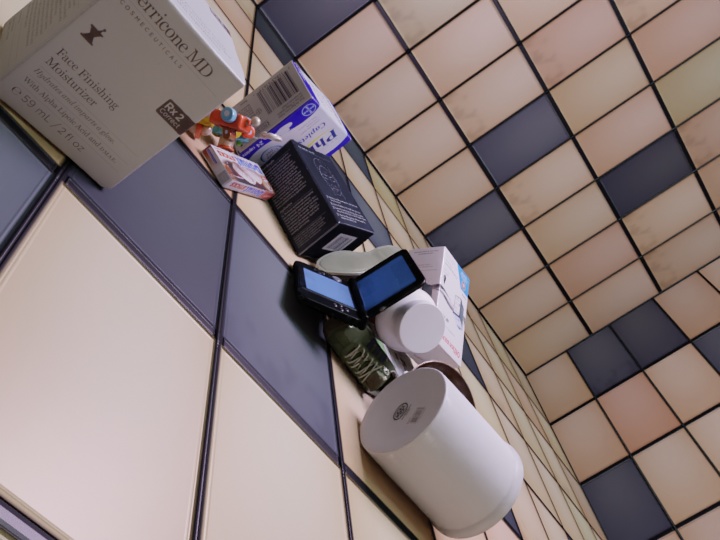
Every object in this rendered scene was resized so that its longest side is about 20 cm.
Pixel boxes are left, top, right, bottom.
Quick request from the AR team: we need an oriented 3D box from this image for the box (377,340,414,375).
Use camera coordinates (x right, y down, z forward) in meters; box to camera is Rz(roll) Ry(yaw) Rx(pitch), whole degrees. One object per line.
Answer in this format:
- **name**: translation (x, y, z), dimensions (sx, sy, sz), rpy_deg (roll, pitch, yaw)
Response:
- **box**: translation (0.058, 0.180, 1.461), dimensions (0.200, 0.036, 0.145), rpy_deg (49, 13, -41)

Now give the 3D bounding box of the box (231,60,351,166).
- **box**: translation (-0.143, -0.281, 1.507), dimensions (0.105, 0.184, 0.200), rpy_deg (59, 12, 23)

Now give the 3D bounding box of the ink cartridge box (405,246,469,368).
- **ink cartridge box**: translation (0.146, 0.076, 1.507), dimensions (0.146, 0.085, 0.201), rpy_deg (46, 45, -49)

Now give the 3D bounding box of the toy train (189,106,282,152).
- **toy train**: translation (-0.214, -0.225, 1.255), dimensions (0.149, 0.056, 0.200), rpy_deg (16, 1, 15)

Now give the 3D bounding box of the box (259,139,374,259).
- **box**: translation (-0.089, -0.130, 1.465), dimensions (0.201, 0.107, 0.148), rpy_deg (61, 21, 19)

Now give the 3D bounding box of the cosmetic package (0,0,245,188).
- **cosmetic package**: translation (-0.260, -0.235, 0.829), dimensions (0.165, 0.200, 0.165), rpy_deg (46, 15, -40)

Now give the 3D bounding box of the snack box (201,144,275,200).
- **snack box**: translation (-0.208, -0.167, 1.320), dimensions (0.072, 0.024, 0.200), rpy_deg (57, 11, 9)

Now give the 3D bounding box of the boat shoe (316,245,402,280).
- **boat shoe**: translation (0.000, 0.000, 1.466), dimensions (0.200, 0.061, 0.072), rpy_deg (-8, 43, -32)

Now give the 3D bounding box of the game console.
- **game console**: translation (-0.010, 0.005, 1.243), dimensions (0.175, 0.117, 0.200), rpy_deg (24, 12, -12)

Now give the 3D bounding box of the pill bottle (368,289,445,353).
- **pill bottle**: translation (0.063, 0.074, 1.311), dimensions (0.112, 0.112, 0.200), rpy_deg (52, -11, -22)

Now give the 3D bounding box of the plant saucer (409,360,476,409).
- **plant saucer**: translation (0.118, 0.252, 1.269), dimensions (0.199, 0.034, 0.202), rpy_deg (8, 77, -39)

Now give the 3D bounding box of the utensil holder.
- **utensil holder**: translation (0.118, 0.268, 1.132), dimensions (0.200, 0.170, 0.170), rpy_deg (49, 13, -22)

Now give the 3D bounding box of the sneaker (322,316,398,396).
- **sneaker**: translation (0.014, 0.153, 1.254), dimensions (0.200, 0.067, 0.090), rpy_deg (50, 7, -46)

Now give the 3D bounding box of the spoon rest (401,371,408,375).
- **spoon rest**: translation (0.121, 0.266, 1.337), dimensions (0.099, 0.060, 0.201), rpy_deg (-73, 139, -78)
